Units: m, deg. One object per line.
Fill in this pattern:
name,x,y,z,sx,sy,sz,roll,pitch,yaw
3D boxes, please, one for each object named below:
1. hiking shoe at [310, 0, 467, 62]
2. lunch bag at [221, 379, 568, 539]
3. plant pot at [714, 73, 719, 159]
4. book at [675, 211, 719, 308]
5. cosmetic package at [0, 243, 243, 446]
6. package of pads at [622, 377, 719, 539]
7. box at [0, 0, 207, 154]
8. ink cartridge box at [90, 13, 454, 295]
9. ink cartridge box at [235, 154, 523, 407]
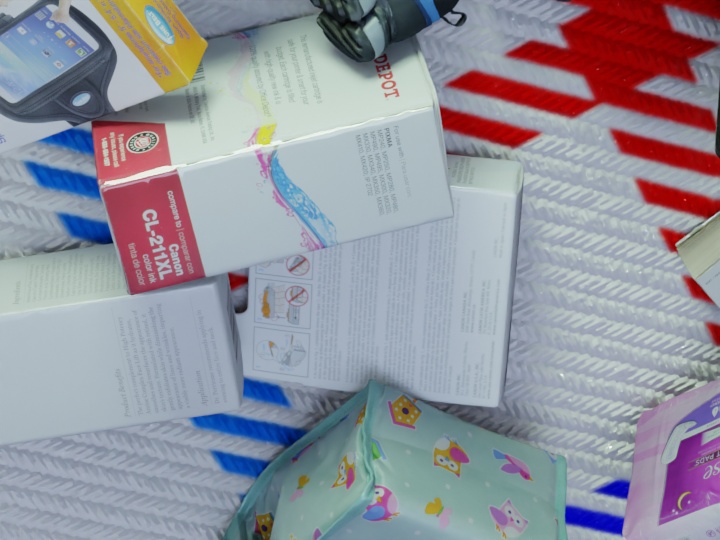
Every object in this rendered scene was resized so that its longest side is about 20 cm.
hiking shoe,0.006,-0.222,1.458,0.086,0.074,0.201,-24,124,-24
lunch bag,0.017,0.184,1.702,0.170,0.122,0.200,24,134,-25
plant pot,0.319,-0.117,1.503,0.177,0.201,0.200,25,139,-15
book,0.320,0.017,1.696,0.133,0.048,0.200,-38,120,11
cosmetic package,-0.178,0.044,1.611,0.199,0.074,0.102,-7,121,2
package of pads,0.267,0.120,1.662,0.076,0.121,0.200,38,134,-27
box,-0.202,-0.132,1.484,0.199,0.042,0.119,-19,126,31
ink cartridge box,-0.054,-0.076,1.523,0.199,0.146,0.083,-13,122,-1
ink cartridge box,0.000,0.000,1.647,0.199,0.047,0.161,7,120,6
